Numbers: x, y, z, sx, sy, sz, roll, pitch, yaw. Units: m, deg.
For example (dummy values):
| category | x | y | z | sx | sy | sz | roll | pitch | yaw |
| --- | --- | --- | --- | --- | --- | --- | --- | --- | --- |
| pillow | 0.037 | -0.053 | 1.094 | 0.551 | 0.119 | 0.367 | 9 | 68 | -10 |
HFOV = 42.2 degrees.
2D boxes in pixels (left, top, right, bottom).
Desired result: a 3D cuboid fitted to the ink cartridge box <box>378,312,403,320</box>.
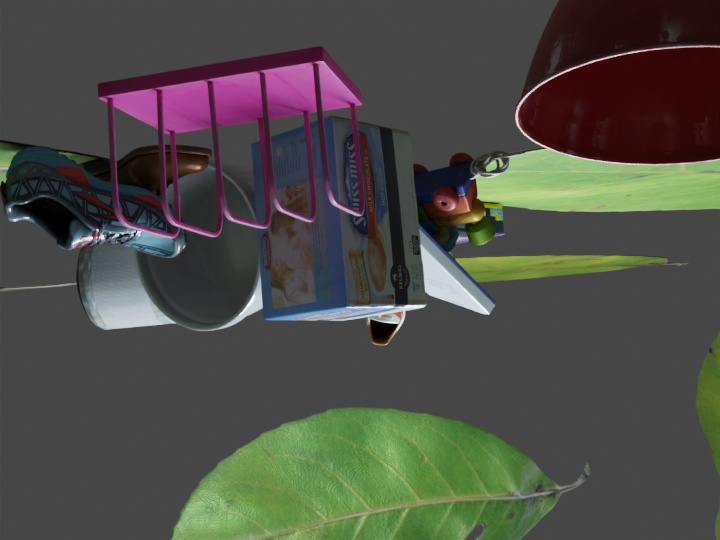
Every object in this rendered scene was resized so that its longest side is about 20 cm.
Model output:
| category | x | y | z | sx | sy | sz | roll | pitch | yaw |
| --- | --- | --- | --- | --- | --- | --- | --- | --- | --- |
| ink cartridge box | 0.000 | 0.000 | 1.216 | 0.050 | 0.109 | 0.200 | -42 | 154 | -20 |

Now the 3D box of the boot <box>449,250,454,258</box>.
| category | x | y | z | sx | sy | sz | roll | pitch | yaw |
| --- | --- | --- | --- | --- | --- | --- | --- | --- | --- |
| boot | 0.034 | -0.047 | 1.373 | 0.199 | 0.073 | 0.151 | -13 | 128 | 23 |

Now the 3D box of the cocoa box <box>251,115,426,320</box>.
| category | x | y | z | sx | sy | sz | roll | pitch | yaw |
| --- | --- | --- | --- | --- | --- | --- | --- | --- | --- |
| cocoa box | -0.026 | -0.050 | 1.017 | 0.133 | 0.201 | 0.131 | -10 | 171 | 41 |

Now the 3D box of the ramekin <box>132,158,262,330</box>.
| category | x | y | z | sx | sy | sz | roll | pitch | yaw |
| --- | --- | --- | --- | --- | --- | --- | --- | --- | --- |
| ramekin | -0.167 | -0.035 | 1.120 | 0.199 | 0.202 | 0.105 | -8 | -178 | 31 |

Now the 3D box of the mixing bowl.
| category | x | y | z | sx | sy | sz | roll | pitch | yaw |
| --- | --- | --- | --- | --- | --- | --- | --- | --- | --- |
| mixing bowl | 0.203 | -0.151 | 0.613 | 0.199 | 0.109 | 0.200 | 4 | 168 | 1 |

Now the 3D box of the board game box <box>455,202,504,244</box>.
| category | x | y | z | sx | sy | sz | roll | pitch | yaw |
| --- | --- | --- | --- | --- | --- | --- | --- | --- | --- |
| board game box | 0.119 | -0.074 | 1.609 | 0.165 | 0.057 | 0.199 | 2 | 171 | -42 |

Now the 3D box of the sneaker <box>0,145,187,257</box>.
| category | x | y | z | sx | sy | sz | roll | pitch | yaw |
| --- | --- | --- | --- | --- | --- | --- | --- | --- | --- |
| sneaker | -0.283 | -0.047 | 0.985 | 0.199 | 0.096 | 0.079 | 22 | 133 | -17 |

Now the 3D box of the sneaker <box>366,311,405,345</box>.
| category | x | y | z | sx | sy | sz | roll | pitch | yaw |
| --- | --- | --- | --- | --- | --- | --- | --- | --- | --- |
| sneaker | 0.049 | 0.024 | 1.327 | 0.072 | 0.201 | 0.085 | 9 | -143 | 1 |

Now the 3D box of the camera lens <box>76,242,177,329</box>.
| category | x | y | z | sx | sy | sz | roll | pitch | yaw |
| --- | --- | --- | --- | --- | --- | --- | --- | --- | --- |
| camera lens | -0.347 | 0.010 | 1.520 | 0.199 | 0.161 | 0.160 | -5 | 174 | 6 |

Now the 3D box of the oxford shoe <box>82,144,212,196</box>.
| category | x | y | z | sx | sy | sz | roll | pitch | yaw |
| --- | --- | --- | --- | --- | --- | --- | --- | --- | --- |
| oxford shoe | -0.237 | -0.097 | 1.042 | 0.199 | 0.072 | 0.071 | -12 | 169 | 38 |

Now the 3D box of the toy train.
| category | x | y | z | sx | sy | sz | roll | pitch | yaw |
| --- | --- | --- | --- | --- | --- | --- | --- | --- | --- |
| toy train | 0.138 | -0.081 | 1.174 | 0.199 | 0.085 | 0.116 | -9 | 128 | 37 |

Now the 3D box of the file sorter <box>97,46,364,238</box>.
| category | x | y | z | sx | sy | sz | roll | pitch | yaw |
| --- | --- | --- | --- | --- | --- | --- | --- | --- | --- |
| file sorter | -0.105 | -0.102 | 0.824 | 0.199 | 0.126 | 0.139 | -6 | 174 | 13 |

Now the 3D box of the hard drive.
| category | x | y | z | sx | sy | sz | roll | pitch | yaw |
| --- | --- | --- | --- | --- | --- | --- | --- | --- | --- |
| hard drive | 0.076 | -0.019 | 1.215 | 0.200 | 0.025 | 0.132 | 42 | 166 | -35 |
